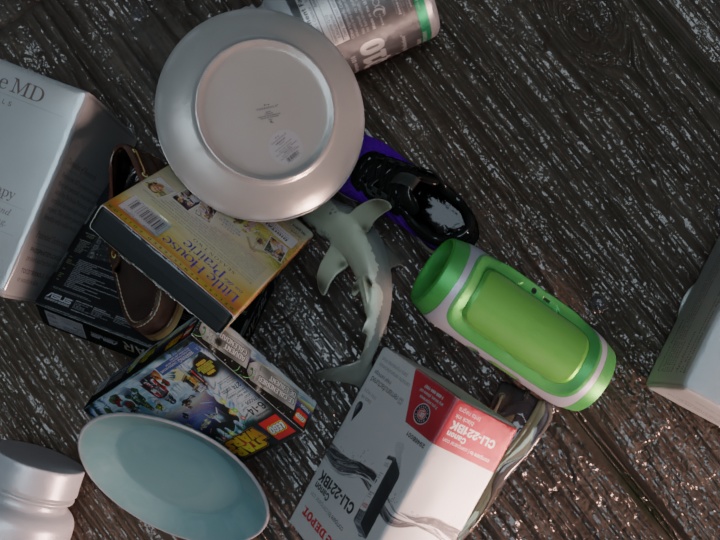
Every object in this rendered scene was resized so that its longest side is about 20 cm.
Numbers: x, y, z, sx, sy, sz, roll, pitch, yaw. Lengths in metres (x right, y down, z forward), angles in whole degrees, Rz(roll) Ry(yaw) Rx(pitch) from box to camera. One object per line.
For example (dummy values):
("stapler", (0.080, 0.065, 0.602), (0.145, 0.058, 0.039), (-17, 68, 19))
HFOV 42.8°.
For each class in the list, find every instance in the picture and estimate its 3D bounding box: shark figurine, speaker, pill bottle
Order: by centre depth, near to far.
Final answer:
("speaker", (0.148, 0.053, 0.891), (0.199, 0.088, 0.089), (34, 87, -11))
("pill bottle", (-0.351, 0.278, 0.901), (0.112, 0.113, 0.202), (20, 86, 4))
("shark figurine", (0.014, 0.013, 0.929), (0.127, 0.089, 0.217), (-21, 74, 34))
("pill bottle", (-0.030, -0.253, 0.932), (0.198, 0.113, 0.114), (-24, 84, 1))

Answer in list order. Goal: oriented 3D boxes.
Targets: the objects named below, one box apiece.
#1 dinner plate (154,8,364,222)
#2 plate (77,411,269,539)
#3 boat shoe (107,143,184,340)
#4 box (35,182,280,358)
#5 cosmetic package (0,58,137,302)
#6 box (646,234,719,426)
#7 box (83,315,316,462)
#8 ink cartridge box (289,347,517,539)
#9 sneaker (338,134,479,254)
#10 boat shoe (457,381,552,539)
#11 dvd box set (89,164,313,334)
("dinner plate", (-0.089, -0.146, 0.848), (0.198, 0.024, 0.202), (1, 87, -16))
("plate", (-0.178, 0.196, 0.886), (0.198, 0.201, 0.026), (18, 45, 4))
("boat shoe", (-0.210, -0.031, 0.863), (0.070, 0.070, 0.201), (-27, 53, 17))
("box", (-0.195, 0.012, 0.918), (0.198, 0.044, 0.161), (19, 59, 4))
("cosmetic package", (-0.352, -0.090, 0.907), (0.166, 0.166, 0.202), (21, 85, 4))
("box", (0.416, 0.071, 0.874), (0.199, 0.131, 0.200), (28, 87, 4))
("box", (-0.154, 0.128, 0.861), (0.137, 0.040, 0.199), (43, 132, -17))
("ink cartridge box", (0.035, 0.195, 0.862), (0.083, 0.144, 0.201), (28, 90, -30))
("sneaker", (0.038, -0.086, 0.920), (0.199, 0.100, 0.070), (33, 85, 4))
("boat shoe", (0.110, 0.198, 0.914), (0.073, 0.075, 0.200), (37, 79, 15))
("dvd box set", (-0.136, -0.037, 0.844), (0.146, 0.200, 0.029), (39, 118, -2))
